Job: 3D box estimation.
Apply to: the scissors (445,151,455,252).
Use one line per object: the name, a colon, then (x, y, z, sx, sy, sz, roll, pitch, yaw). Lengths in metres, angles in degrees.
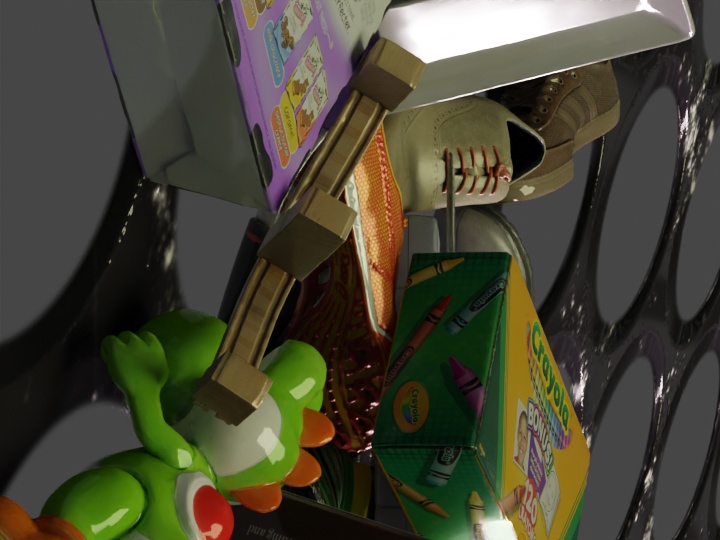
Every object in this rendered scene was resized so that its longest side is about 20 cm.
scissors: (0.049, 0.030, 1.467, 0.073, 0.014, 0.201, -63, 152, -79)

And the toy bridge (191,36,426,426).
toy bridge: (-0.026, -0.017, 1.208, 0.201, 0.027, 0.067, -64, -170, -26)

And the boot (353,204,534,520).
boot: (0.045, 0.066, 1.581, 0.132, 0.069, 0.201, -41, 137, -49)

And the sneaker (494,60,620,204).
sneaker: (0.106, -0.101, 1.647, 0.200, 0.070, 0.076, -44, 125, -60)

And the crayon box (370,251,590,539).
crayon box: (0.067, 0.095, 1.391, 0.200, 0.058, 0.119, 64, 31, -51)

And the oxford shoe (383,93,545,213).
oxford shoe: (0.047, -0.067, 1.471, 0.200, 0.074, 0.071, -31, 133, -62)

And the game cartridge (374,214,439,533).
game cartridge: (0.027, 0.074, 1.468, 0.133, 0.041, 0.201, 45, 45, -81)

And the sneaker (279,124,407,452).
sneaker: (0.000, 0.000, 1.364, 0.077, 0.073, 0.201, -32, 127, -50)

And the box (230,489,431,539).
box: (0.002, 0.228, 1.259, 0.164, 0.165, 0.201, 31, 78, -47)

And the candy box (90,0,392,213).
candy box: (-0.040, -0.158, 1.181, 0.168, 0.071, 0.201, 78, 34, -52)

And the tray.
tray: (0.067, -0.128, 1.346, 0.107, 0.199, 0.022, 58, 21, -64)

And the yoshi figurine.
yoshi figurine: (-0.103, 0.087, 1.198, 0.200, 0.112, 0.112, -39, 101, -36)

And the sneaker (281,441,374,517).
sneaker: (-0.051, 0.179, 1.409, 0.085, 0.078, 0.201, 7, 88, -63)

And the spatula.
spatula: (-0.039, -0.038, 1.296, 0.021, 0.056, 0.201, -2, 119, -53)
